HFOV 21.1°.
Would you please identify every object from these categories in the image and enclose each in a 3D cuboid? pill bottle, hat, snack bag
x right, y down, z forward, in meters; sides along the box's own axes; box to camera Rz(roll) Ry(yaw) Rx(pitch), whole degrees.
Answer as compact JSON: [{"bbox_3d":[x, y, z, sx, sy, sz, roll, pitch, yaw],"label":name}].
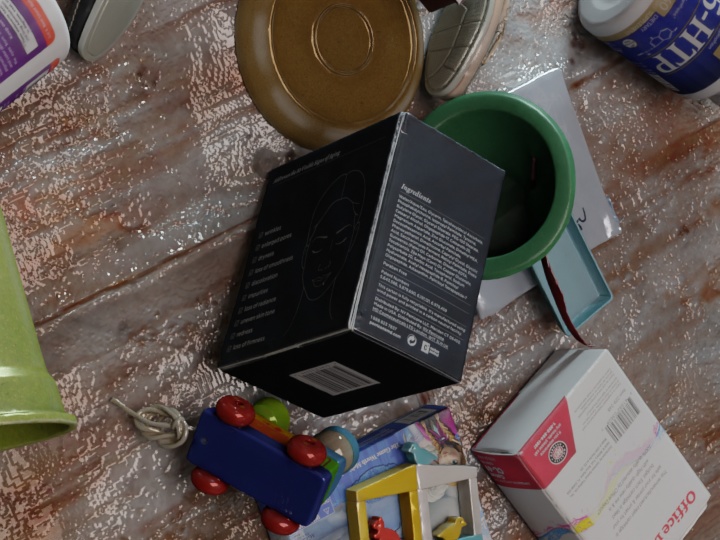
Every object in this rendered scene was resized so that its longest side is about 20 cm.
[{"bbox_3d":[0.323,-0.239,1.899,0.199,0.119,0.121,29,74,-28],"label":"pill bottle"},{"bbox_3d":[0.129,-0.044,1.798,0.176,0.164,0.202,50,40,-70],"label":"hat"},{"bbox_3d":[-0.331,-0.152,1.489,0.200,0.111,0.112,-43,110,-26],"label":"pill bottle"},{"bbox_3d":[0.149,-0.081,1.843,0.199,0.021,0.190,-30,105,-29],"label":"snack bag"}]

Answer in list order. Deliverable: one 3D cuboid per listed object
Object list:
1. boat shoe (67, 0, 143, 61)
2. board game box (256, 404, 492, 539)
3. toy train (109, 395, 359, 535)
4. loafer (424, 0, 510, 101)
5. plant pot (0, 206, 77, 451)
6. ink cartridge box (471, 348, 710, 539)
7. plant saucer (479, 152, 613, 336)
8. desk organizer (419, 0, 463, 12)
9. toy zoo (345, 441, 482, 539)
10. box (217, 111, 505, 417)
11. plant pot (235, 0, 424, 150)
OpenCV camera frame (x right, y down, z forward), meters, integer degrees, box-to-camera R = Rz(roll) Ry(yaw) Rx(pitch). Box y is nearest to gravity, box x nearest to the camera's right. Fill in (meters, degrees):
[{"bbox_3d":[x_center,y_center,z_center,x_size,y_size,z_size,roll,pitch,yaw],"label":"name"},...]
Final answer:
[{"bbox_3d":[-0.201,-0.273,1.604,0.060,0.074,0.201,25,92,12],"label":"boat shoe"},{"bbox_3d":[0.024,0.251,1.741,0.199,0.043,0.201,-24,102,-30],"label":"board game box"},{"bbox_3d":[-0.102,0.135,1.644,0.116,0.199,0.085,-29,144,-64],"label":"toy train"},{"bbox_3d":[0.118,-0.244,1.803,0.063,0.072,0.202,28,71,-36],"label":"loafer"},{"bbox_3d":[-0.325,0.043,1.456,0.199,0.200,0.186,-4,80,-32],"label":"plant pot"},{"bbox_3d":[0.222,0.195,1.843,0.148,0.085,0.201,-46,113,-25],"label":"ink cartridge box"},{"bbox_3d":[0.173,-0.039,1.835,0.070,0.019,0.201,-37,109,-27],"label":"plant saucer"},{"bbox_3d":[0.035,-0.330,1.722,0.072,0.077,0.200,-44,102,-14],"label":"desk organizer"},{"bbox_3d":[0.052,0.253,1.720,0.130,0.020,0.202,-8,93,-31],"label":"toy zoo"},{"bbox_3d":[0.000,0.000,1.621,0.123,0.199,0.198,26,64,-29],"label":"box"},{"bbox_3d":[-0.020,-0.207,1.737,0.199,0.027,0.202,1,87,-33],"label":"plant pot"}]
